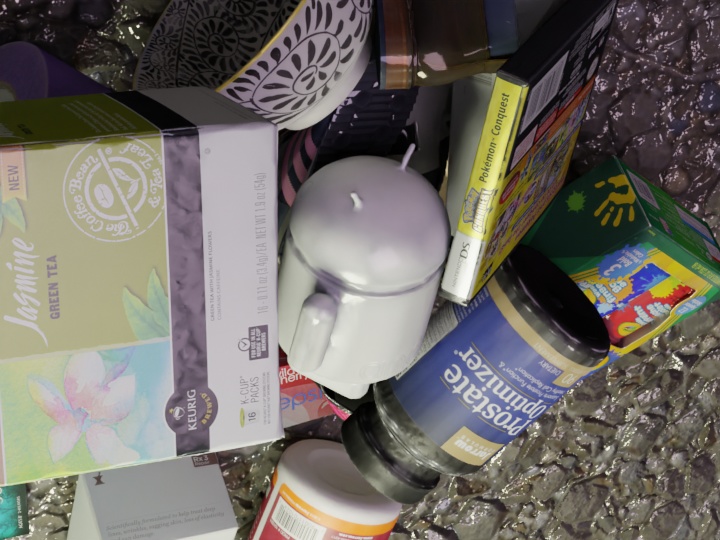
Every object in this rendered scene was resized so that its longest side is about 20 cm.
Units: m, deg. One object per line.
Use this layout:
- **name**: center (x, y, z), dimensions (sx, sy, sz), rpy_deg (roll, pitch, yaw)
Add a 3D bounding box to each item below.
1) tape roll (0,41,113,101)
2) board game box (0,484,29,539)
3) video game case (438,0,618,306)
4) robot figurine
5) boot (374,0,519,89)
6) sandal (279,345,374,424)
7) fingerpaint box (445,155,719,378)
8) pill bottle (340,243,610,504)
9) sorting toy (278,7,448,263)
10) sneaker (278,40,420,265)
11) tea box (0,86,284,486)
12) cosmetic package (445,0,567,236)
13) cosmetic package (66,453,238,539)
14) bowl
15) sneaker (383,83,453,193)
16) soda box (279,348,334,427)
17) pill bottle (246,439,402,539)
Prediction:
- **tape roll**: center (-0.239, -0.048, 1.182), dimensions (0.085, 0.200, 0.200), rpy_deg (29, 104, -35)
- **board game box**: center (-0.331, 0.135, 1.354), dimensions (0.135, 0.028, 0.200), rpy_deg (-11, 123, -20)
- **video game case**: center (0.121, -0.095, 1.225), dimensions (0.200, 0.025, 0.181), rpy_deg (-47, 155, -51)
- **robot figurine**: center (0.000, 0.000, 1.233), dimensions (0.113, 0.170, 0.200), rpy_deg (23, 136, 10)
- **boot**: center (0.057, -0.215, 1.197), dimensions (0.097, 0.200, 0.075), rpy_deg (0, 162, -2)
- **sandal**: center (0.001, 0.090, 1.385), dimensions (0.075, 0.045, 0.200), rpy_deg (-44, 128, 2)
- **fingerpaint box**: center (0.193, 0.006, 1.427), dimensions (0.167, 0.073, 0.200), rpy_deg (-33, 151, 20)
- **pill bottle**: center (0.082, 0.083, 1.313), dimensions (0.112, 0.112, 0.200), rpy_deg (29, 117, -35)
- **sorting toy**: center (-0.009, -0.084, 1.375), dimensions (0.185, 0.036, 0.200), rpy_deg (-40, 122, 1)
- **sneaker**: center (-0.026, -0.098, 1.272), dimensions (0.070, 0.082, 0.200), rpy_deg (6, 126, -38)
- **tea box**: center (-0.159, 0.004, 1.040), dimensions (0.197, 0.134, 0.200), rpy_deg (-8, 108, -21)
- **cosmetic package**: center (0.120, -0.136, 1.311), dimensions (0.200, 0.052, 0.151), rpy_deg (90, 25, -48)
- **cosmetic package**: center (-0.174, 0.228, 1.406), dimensions (0.113, 0.081, 0.200), rpy_deg (-9, 149, -19)
- **bowl**: center (-0.055, -0.158, 1.195), dimensions (0.201, 0.201, 0.094), rpy_deg (-47, 120, 6)
- **sneaker**: center (0.025, -0.113, 1.314), dimensions (0.088, 0.074, 0.200), rpy_deg (12, 100, -23)
- **soda box**: center (-0.093, 0.091, 1.413), dimensions (0.200, 0.070, 0.063), rpy_deg (-14, 125, -18)
- **pill bottle**: center (-0.048, 0.256, 1.507), dimensions (0.113, 0.113, 0.200), rpy_deg (10, 114, -29)
